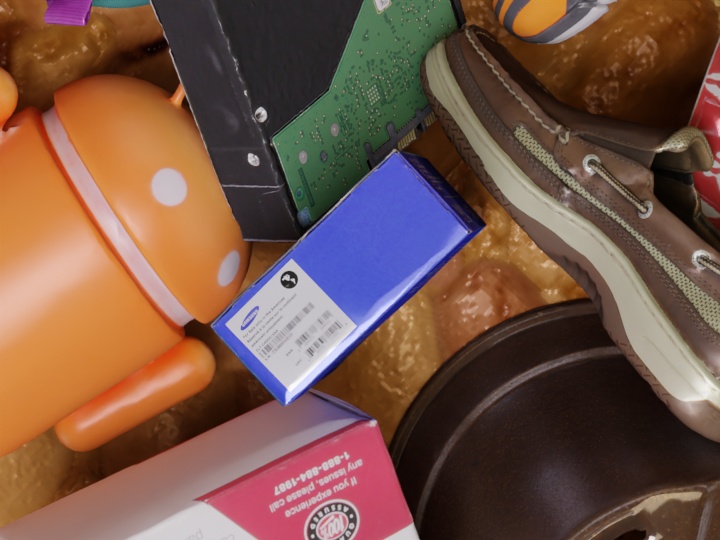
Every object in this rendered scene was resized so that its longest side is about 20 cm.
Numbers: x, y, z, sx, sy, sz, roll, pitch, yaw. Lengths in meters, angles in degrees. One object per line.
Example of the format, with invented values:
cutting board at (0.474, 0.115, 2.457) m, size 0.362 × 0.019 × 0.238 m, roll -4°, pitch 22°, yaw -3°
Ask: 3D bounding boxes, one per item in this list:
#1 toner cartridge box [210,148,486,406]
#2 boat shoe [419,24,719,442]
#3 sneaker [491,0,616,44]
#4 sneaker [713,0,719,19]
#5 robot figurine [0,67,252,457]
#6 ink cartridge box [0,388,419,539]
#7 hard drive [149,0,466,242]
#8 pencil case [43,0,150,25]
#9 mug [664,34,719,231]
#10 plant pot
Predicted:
toner cartridge box at (0.000, 0.000, 1.042) m, size 0.095 × 0.200 × 0.043 m, roll -42°, pitch 88°, yaw 4°
boat shoe at (0.107, -0.030, 1.039) m, size 0.075 × 0.075 × 0.202 m, roll -45°, pitch 71°, yaw 17°
sneaker at (0.067, -0.175, 1.038) m, size 0.112 × 0.078 × 0.200 m, roll 3°, pitch 135°, yaw -24°
sneaker at (0.177, -0.168, 1.057) m, size 0.090 × 0.075 × 0.201 m, roll -5°, pitch 65°, yaw -9°
robot figurine at (-0.129, -0.003, 1.072) m, size 0.200 × 0.117 × 0.144 m, roll -33°, pitch 79°, yaw 2°
ink cartridge box at (-0.037, 0.167, 1.029) m, size 0.147 × 0.086 × 0.201 m, roll -26°, pitch 105°, yaw -20°
hard drive at (-0.028, -0.130, 1.039) m, size 0.140 × 0.038 × 0.200 m, roll -44°, pitch 123°, yaw -40°
pencil case at (-0.102, -0.204, 1.042) m, size 0.085 × 0.092 × 0.201 m, roll 0°, pitch 107°, yaw 33°
mug at (0.238, -0.047, 1.100) m, size 0.199 × 0.178 × 0.134 m, roll 19°, pitch 120°, yaw 7°
plant pot at (0.115, 0.129, 1.086) m, size 0.200 × 0.198 × 0.201 m, roll -1°, pitch 102°, yaw -6°
